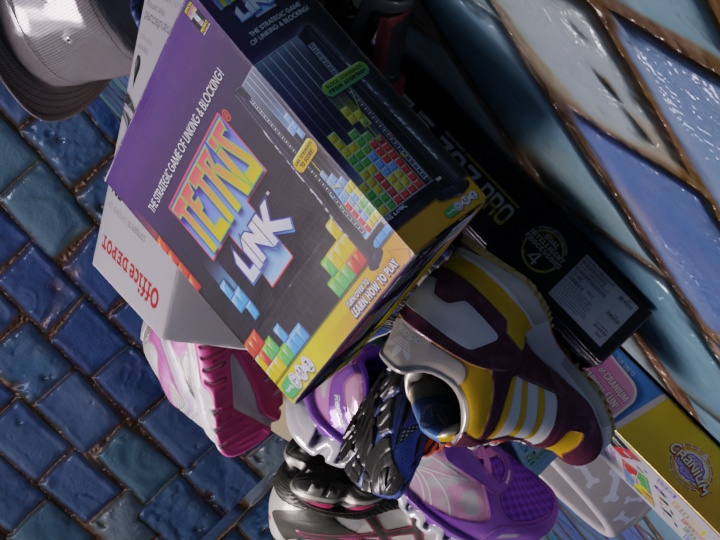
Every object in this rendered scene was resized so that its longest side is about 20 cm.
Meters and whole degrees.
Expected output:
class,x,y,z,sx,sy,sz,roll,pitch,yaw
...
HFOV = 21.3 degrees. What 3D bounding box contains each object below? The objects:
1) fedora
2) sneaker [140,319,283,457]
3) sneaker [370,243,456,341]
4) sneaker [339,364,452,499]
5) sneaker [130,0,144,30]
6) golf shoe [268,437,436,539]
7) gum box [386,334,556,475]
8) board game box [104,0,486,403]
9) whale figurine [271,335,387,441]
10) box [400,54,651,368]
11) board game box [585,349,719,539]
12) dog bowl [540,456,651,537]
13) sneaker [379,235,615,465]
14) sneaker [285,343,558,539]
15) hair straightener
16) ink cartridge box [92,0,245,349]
class,x,y,z,sx,sy,sz,roll,pitch,yaw
fedora,-0.191,-0.204,1.369,0.090,0.177,0.201,7,129,33
sneaker,-0.115,0.028,1.319,0.088,0.081,0.201,19,121,40
sneaker,0.000,0.000,1.131,0.077,0.085,0.200,47,176,-6
sneaker,0.050,0.071,1.117,0.078,0.075,0.200,32,-146,1
sneaker,-0.080,-0.138,1.291,0.200,0.075,0.088,44,175,32
golf shoe,0.032,0.164,1.343,0.199,0.088,0.077,13,-138,-14
gum box,0.062,0.052,1.331,0.170,0.045,0.200,44,174,24
board game box,-0.041,-0.041,0.969,0.165,0.057,0.200,48,150,7
whale figurine,-0.014,0.064,1.391,0.200,0.104,0.159,-2,137,50
box,0.070,-0.027,1.106,0.200,0.049,0.161,46,172,2
board game box,0.196,0.121,1.256,0.200,0.040,0.153,45,175,10
dog bowl,0.159,0.133,1.538,0.200,0.059,0.200,45,174,6
sneaker,0.071,0.065,1.050,0.075,0.090,0.200,38,169,42
sneaker,0.051,0.115,1.267,0.200,0.081,0.089,32,132,-8
hair straightener,-0.013,-0.115,0.947,0.077,0.041,0.200,41,160,14
ink cartridge box,-0.085,-0.070,1.152,0.086,0.201,0.146,8,-165,-28
